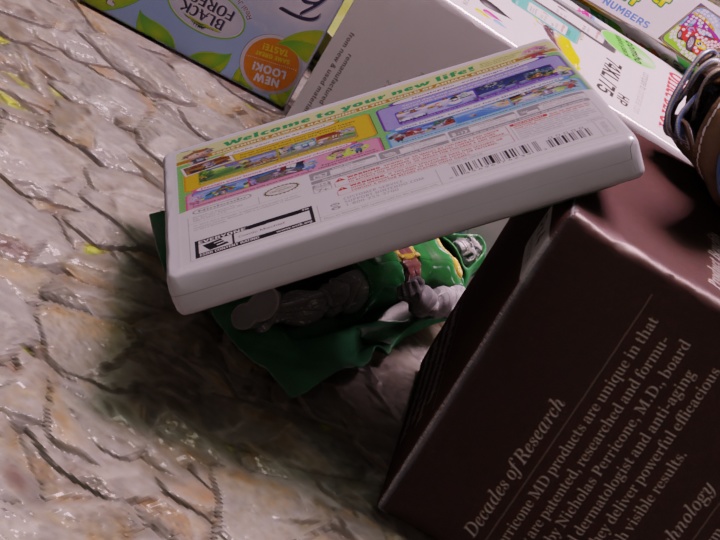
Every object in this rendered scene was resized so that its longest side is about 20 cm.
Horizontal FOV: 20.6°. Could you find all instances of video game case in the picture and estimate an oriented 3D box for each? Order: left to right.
[{"bbox_3d":[0.010,-0.046,0.877,0.198,0.022,0.182,-17,20,0],"label":"video game case"}]

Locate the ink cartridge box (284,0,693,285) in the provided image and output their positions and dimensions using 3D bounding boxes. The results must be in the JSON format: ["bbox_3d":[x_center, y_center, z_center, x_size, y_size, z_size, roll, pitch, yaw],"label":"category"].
[{"bbox_3d":[0.072,-0.078,1.118,0.199,0.147,0.147,32,23,-2],"label":"ink cartridge box"}]

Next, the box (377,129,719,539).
[{"bbox_3d":[0.140,0.061,0.900,0.199,0.165,0.166,30,23,-2],"label":"box"}]

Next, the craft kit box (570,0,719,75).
[{"bbox_3d":[0.177,-0.130,1.259,0.197,0.049,0.200,38,-9,25],"label":"craft kit box"}]

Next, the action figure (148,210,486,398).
[{"bbox_3d":[0.000,0.000,0.988,0.199,0.055,0.119,-7,55,-53],"label":"action figure"}]

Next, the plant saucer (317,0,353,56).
[{"bbox_3d":[0.042,-0.131,1.338,0.199,0.031,0.200,26,24,-12],"label":"plant saucer"}]

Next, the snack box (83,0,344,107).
[{"bbox_3d":[-0.058,-0.218,1.166,0.141,0.201,0.053,27,22,-9],"label":"snack box"}]

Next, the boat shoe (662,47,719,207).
[{"bbox_3d":[0.175,-0.062,0.905,0.072,0.073,0.200,33,11,19],"label":"boat shoe"}]
